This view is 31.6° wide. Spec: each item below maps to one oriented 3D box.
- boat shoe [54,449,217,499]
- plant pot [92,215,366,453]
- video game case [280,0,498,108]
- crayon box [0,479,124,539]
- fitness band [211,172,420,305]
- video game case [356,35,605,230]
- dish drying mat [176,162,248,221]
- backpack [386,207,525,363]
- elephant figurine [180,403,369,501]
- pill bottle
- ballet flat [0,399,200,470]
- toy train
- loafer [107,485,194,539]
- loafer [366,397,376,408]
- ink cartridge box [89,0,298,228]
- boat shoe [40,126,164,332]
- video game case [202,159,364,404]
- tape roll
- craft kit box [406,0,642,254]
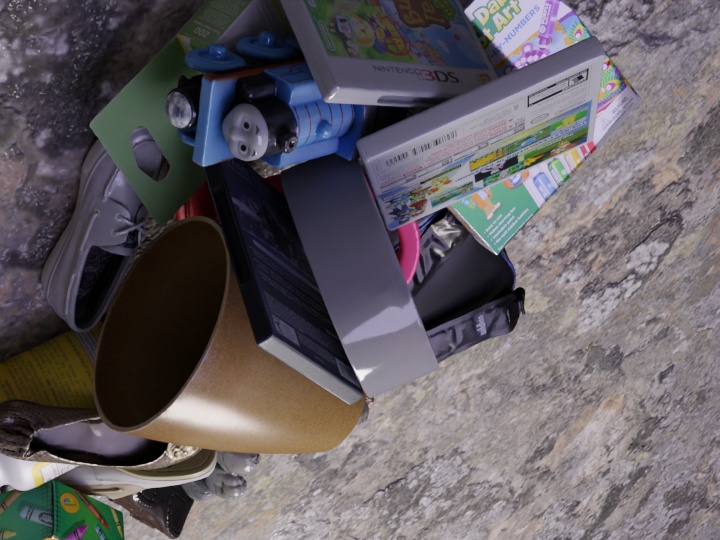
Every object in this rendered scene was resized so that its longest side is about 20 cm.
[{"bbox_3d":[-0.229,0.178,1.226,0.198,0.075,0.069,3,144,11],"label":"boat shoe"},{"bbox_3d":[-0.095,0.079,1.091,0.199,0.187,0.187,28,108,-36],"label":"plant pot"},{"bbox_3d":[0.011,-0.213,0.992,0.181,0.202,0.022,-3,150,-41],"label":"video game case"},{"bbox_3d":[-0.340,0.265,1.212,0.198,0.059,0.119,-19,149,17],"label":"crayon box"},{"bbox_3d":[-0.044,-0.019,1.162,0.198,0.037,0.145,-11,105,-3],"label":"fitness band"},{"bbox_3d":[0.100,-0.105,1.031,0.198,0.022,0.182,-24,163,0],"label":"video game case"},{"bbox_3d":[-0.132,-0.110,1.115,0.076,0.018,0.201,-27,142,-25],"label":"dish drying mat"},{"bbox_3d":[0.044,0.001,1.282,0.190,0.154,0.201,-40,131,-11],"label":"backpack"},{"bbox_3d":[-0.114,0.143,1.316,0.141,0.156,0.200,-23,-172,37],"label":"elephant figurine"},{"bbox_3d":[-0.281,0.126,1.145,0.199,0.114,0.115,-25,142,-21],"label":"pill bottle"},{"bbox_3d":[-0.220,0.143,1.090,0.198,0.046,0.068,10,102,-31],"label":"ballet flat"},{"bbox_3d":[-0.053,-0.130,0.974,0.199,0.114,0.088,-21,129,-46],"label":"toy train"},{"bbox_3d":[-0.228,0.227,1.353,0.200,0.070,0.074,72,37,-61],"label":"loafer"},{"bbox_3d":[0.002,0.110,1.431,0.071,0.063,0.201,-22,140,-26],"label":"loafer"},{"bbox_3d":[-0.111,-0.139,1.036,0.201,0.048,0.146,-52,147,-18],"label":"ink cartridge box"},{"bbox_3d":[-0.212,-0.036,1.077,0.072,0.069,0.201,12,119,-48],"label":"boat shoe"},{"bbox_3d":[-0.064,-0.001,1.020,0.019,0.201,0.143,-31,145,14],"label":"video game case"},{"bbox_3d":[0.000,0.000,1.051,0.066,0.202,0.201,-21,143,2],"label":"tape roll"},{"bbox_3d":[0.125,-0.151,1.137,0.200,0.049,0.197,-47,117,0],"label":"craft kit box"}]
